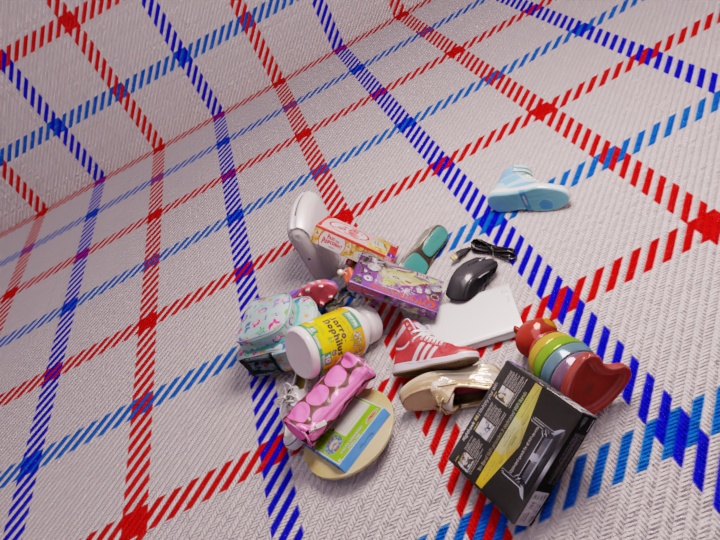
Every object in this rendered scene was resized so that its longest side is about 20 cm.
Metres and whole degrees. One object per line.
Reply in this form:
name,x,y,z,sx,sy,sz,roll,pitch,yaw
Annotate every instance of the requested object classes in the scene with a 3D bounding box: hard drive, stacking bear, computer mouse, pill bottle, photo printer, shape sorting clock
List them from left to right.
photo printer,-0.122,-0.097,1.510,0.069,0.200,0.167,-12,40,21
pill bottle,-0.052,0.144,1.221,0.199,0.113,0.112,-19,27,-37
shape sorting clock,-0.023,0.315,1.113,0.199,0.039,0.200,-28,27,16
computer mouse,0.241,-0.015,1.288,0.200,0.046,0.140,-38,35,-23
hard drive,0.229,0.108,1.195,0.199,0.026,0.132,-20,39,14
stacking bear,0.346,0.152,1.006,0.114,0.121,0.200,-63,27,15

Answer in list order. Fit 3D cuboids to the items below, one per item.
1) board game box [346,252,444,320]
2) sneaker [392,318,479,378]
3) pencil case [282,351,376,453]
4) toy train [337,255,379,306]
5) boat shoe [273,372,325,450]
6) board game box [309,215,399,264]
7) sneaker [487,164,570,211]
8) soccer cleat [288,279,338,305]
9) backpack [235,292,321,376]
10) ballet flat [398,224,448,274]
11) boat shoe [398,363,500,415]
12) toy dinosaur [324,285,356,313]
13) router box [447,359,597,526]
board game box,0.079,0.032,1.254,0.199,0.032,0.120,19,40,3
sneaker,0.142,0.142,1.122,0.199,0.071,0.113,-19,60,41
pencil case,-0.055,0.249,1.118,0.200,0.091,0.094,-47,3,-22
toy train,0.000,0.000,1.362,0.056,0.150,0.200,-37,32,12
boat shoe,-0.134,0.266,1.189,0.074,0.086,0.203,-24,33,36
board game box,-0.010,-0.064,1.383,0.152,0.199,0.047,-63,-4,-75
sneaker,0.417,-0.212,1.391,0.199,0.080,0.131,3,50,34
soccer cleat,-0.130,0.058,1.422,0.199,0.067,0.077,-28,25,35
backpack,-0.179,0.143,1.328,0.199,0.151,0.178,-8,41,18
ballet flat,0.142,-0.031,1.392,0.200,0.067,0.064,-49,14,-24
boat shoe,0.166,0.229,1.060,0.199,0.074,0.069,-18,33,13
toy dinosaur,-0.056,0.076,1.402,0.088,0.048,0.200,-38,35,0
router box,0.251,0.270,0.911,0.157,0.052,0.201,36,99,50
